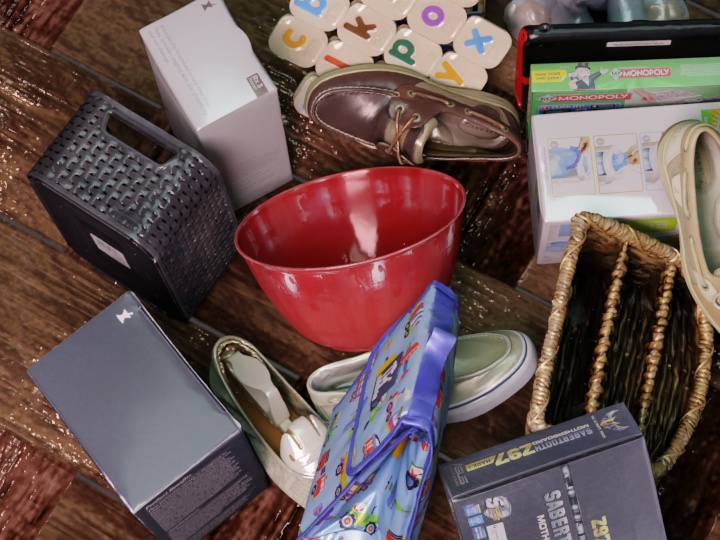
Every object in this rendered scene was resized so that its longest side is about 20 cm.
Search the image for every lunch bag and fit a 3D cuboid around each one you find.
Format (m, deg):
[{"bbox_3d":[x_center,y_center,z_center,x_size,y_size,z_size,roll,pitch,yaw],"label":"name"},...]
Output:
[{"bbox_3d":[0.035,0.117,1.284,0.094,0.200,0.151,21,42,-4],"label":"lunch bag"}]

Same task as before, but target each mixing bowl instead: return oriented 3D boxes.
[{"bbox_3d":[0.000,0.000,1.419,0.199,0.200,0.109,-12,114,0],"label":"mixing bowl"}]

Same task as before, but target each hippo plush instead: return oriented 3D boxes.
[{"bbox_3d":[0.226,-0.278,1.498,0.159,0.161,0.200,28,75,13],"label":"hippo plush"}]

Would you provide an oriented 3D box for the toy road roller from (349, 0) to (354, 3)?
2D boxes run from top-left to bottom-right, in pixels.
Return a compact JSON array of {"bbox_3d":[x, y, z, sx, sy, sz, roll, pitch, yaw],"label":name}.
[{"bbox_3d":[0.035,-0.333,1.503,0.199,0.123,0.146,-9,49,-6],"label":"toy road roller"}]

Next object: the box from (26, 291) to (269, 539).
[{"bbox_3d":[-0.168,0.131,1.358,0.107,0.200,0.149,-37,72,-10],"label":"box"}]

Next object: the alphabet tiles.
[{"bbox_3d":[0.026,-0.206,1.480,0.195,0.200,0.015,24,28,-19],"label":"alphabet tiles"}]

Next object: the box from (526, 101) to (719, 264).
[{"bbox_3d":[0.250,-0.076,1.449,0.199,0.113,0.102,-4,71,2],"label":"box"}]

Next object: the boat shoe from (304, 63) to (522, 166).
[{"bbox_3d":[0.049,-0.131,1.478,0.199,0.072,0.072,11,31,-11],"label":"boat shoe"}]

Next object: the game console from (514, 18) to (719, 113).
[{"bbox_3d":[0.236,-0.180,1.454,0.199,0.177,0.031,-2,72,3],"label":"game console"}]

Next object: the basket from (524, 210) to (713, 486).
[{"bbox_3d":[0.222,0.075,1.379,0.142,0.149,0.201,13,71,9],"label":"basket"}]

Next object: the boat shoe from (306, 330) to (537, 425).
[{"bbox_3d":[0.049,0.092,1.398,0.199,0.062,0.072,-20,46,16],"label":"boat shoe"}]

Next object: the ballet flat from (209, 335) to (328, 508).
[{"bbox_3d":[-0.066,0.132,1.405,0.067,0.062,0.200,-36,61,-22],"label":"ballet flat"}]

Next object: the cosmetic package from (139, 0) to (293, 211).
[{"bbox_3d":[-0.123,-0.142,1.452,0.081,0.200,0.113,-29,70,-7],"label":"cosmetic package"}]

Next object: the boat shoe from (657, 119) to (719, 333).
[{"bbox_3d":[0.299,-0.026,1.351,0.073,0.063,0.201,-19,98,-3],"label":"boat shoe"}]

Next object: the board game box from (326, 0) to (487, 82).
[{"bbox_3d":[0.046,-0.267,1.567,0.151,0.046,0.201,5,71,6],"label":"board game box"}]

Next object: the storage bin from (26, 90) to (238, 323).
[{"bbox_3d":[-0.189,-0.050,1.423,0.135,0.200,0.094,32,76,14],"label":"storage bin"}]

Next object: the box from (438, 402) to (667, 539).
[{"bbox_3d":[0.161,0.217,1.316,0.157,0.201,0.051,-18,31,-4],"label":"box"}]

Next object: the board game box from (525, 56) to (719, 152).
[{"bbox_3d":[0.247,-0.145,1.463,0.199,0.135,0.029,-1,70,3],"label":"board game box"}]
